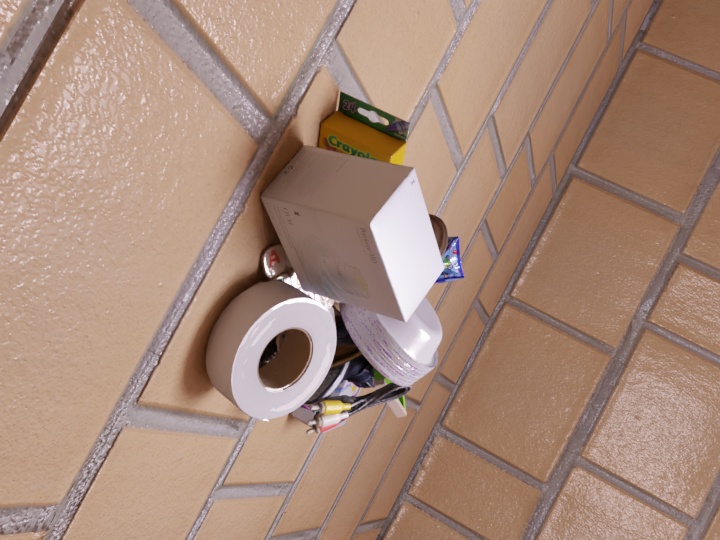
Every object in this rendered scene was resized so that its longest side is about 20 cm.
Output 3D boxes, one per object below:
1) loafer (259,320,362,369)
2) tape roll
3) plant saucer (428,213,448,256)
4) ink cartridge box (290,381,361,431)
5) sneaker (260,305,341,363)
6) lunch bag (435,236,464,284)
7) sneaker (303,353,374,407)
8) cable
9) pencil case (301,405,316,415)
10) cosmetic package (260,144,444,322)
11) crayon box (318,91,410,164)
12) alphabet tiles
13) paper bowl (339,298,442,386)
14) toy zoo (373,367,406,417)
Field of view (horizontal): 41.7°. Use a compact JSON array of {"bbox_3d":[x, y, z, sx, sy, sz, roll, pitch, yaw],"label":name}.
[{"bbox_3d":[-0.084,0.148,1.612,0.199,0.072,0.073,-28,127,-2],"label":"loafer"},{"bbox_3d":[-0.133,0.122,1.432,0.201,0.071,0.204,-23,126,-35],"label":"tape roll"},{"bbox_3d":[0.080,-0.034,1.819,0.029,0.199,0.201,43,71,-33],"label":"plant saucer"},{"bbox_3d":[-0.048,0.222,1.940,0.201,0.084,0.144,-64,163,7],"label":"ink cartridge box"},{"bbox_3d":[-0.127,0.092,1.561,0.199,0.076,0.071,-16,139,-38],"label":"sneaker"},{"bbox_3d":[0.103,-0.002,1.905,0.200,0.149,0.095,-27,110,-61],"label":"lunch bag"},{"bbox_3d":[-0.031,0.193,1.706,0.203,0.076,0.147,-56,143,-31],"label":"sneaker"},{"bbox_3d":[-0.005,0.241,1.628,0.198,0.051,0.098,-7,139,-20],"label":"cable"},{"bbox_3d":[-0.072,0.172,1.795,0.201,0.085,0.092,-62,177,-6],"label":"pencil case"},{"bbox_3d":[-0.008,-0.053,1.363,0.123,0.199,0.200,-53,140,-30],"label":"cosmetic package"},{"bbox_3d":[-0.004,-0.155,1.440,0.052,0.125,0.201,-45,155,-43],"label":"crayon box"},{"bbox_3d":[-0.093,0.035,1.493,0.199,0.015,0.197,-27,124,-34],"label":"alphabet tiles"},{"bbox_3d":[0.064,0.090,1.626,0.104,0.201,0.200,-37,170,17],"label":"paper bowl"},{"bbox_3d":[0.048,0.155,1.753,0.131,0.020,0.201,59,21,-49],"label":"toy zoo"}]
